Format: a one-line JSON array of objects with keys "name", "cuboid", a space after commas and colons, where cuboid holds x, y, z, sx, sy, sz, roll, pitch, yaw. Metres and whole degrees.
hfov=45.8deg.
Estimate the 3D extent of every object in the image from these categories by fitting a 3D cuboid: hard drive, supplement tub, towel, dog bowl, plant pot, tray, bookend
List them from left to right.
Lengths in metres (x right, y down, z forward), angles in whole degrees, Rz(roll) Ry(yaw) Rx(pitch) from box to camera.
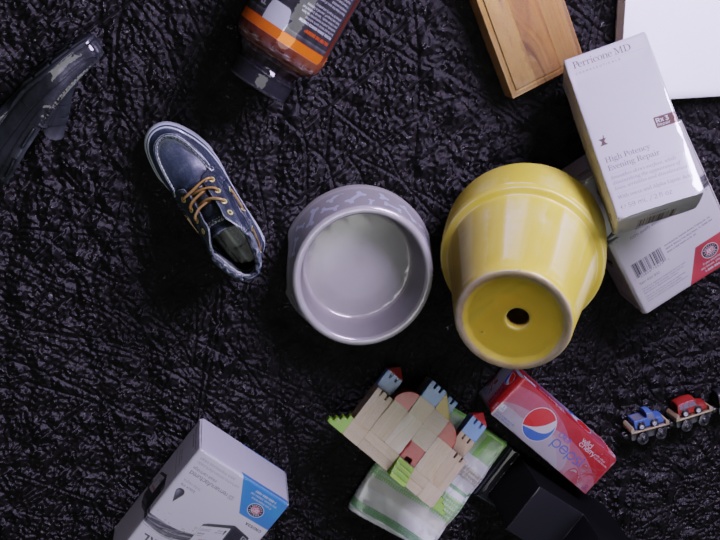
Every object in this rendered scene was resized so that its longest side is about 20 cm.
[{"name": "supplement tub", "cuboid": [-0.063, -0.287, 0.920, 0.106, 0.107, 0.202, 28, 101, -17]}, {"name": "dog bowl", "cuboid": [0.000, 0.000, 1.052, 0.196, 0.059, 0.204, -3, 109, -8]}, {"name": "towel", "cuboid": [0.094, 0.283, 1.177, 0.148, 0.031, 0.201, 32, 100, -18]}, {"name": "tray", "cuboid": [0.181, -0.315, 0.989, 0.097, 0.037, 0.202, -26, 111, 0]}, {"name": "plant pot", "cuboid": [0.184, 0.007, 0.981, 0.197, 0.190, 0.204, 7, 123, 11]}, {"name": "bookend", "cuboid": [0.273, 0.361, 1.142, 0.197, 0.200, 0.093, 34, 100, -19]}, {"name": "hard drive", "cuboid": [0.408, -0.280, 1.043, 0.196, 0.025, 0.134, -5, 109, -8]}]

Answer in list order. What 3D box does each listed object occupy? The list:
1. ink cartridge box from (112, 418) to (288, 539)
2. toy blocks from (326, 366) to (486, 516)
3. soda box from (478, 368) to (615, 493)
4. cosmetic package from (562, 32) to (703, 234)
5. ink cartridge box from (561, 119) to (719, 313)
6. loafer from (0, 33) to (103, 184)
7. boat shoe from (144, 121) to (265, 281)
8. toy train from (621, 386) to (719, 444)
[{"name": "ink cartridge box", "cuboid": [-0.209, 0.321, 1.109, 0.144, 0.084, 0.201, 36, 99, -19]}, {"name": "toy blocks", "cuboid": [0.073, 0.202, 1.107, 0.199, 0.100, 0.137, 39, 86, -2]}, {"name": "soda box", "cuboid": [0.256, 0.214, 1.162, 0.199, 0.064, 0.070, 40, 98, -18]}, {"name": "cosmetic package", "cuboid": [0.305, -0.155, 0.968, 0.100, 0.074, 0.203, -18, 75, 9]}, {"name": "ink cartridge box", "cuboid": [0.362, -0.074, 1.073, 0.146, 0.083, 0.201, -32, 110, 3]}, {"name": "loafer", "cuboid": [-0.348, -0.176, 0.933, 0.200, 0.068, 0.070, -41, 118, 11]}, {"name": "boat shoe", "cuboid": [-0.174, -0.081, 0.978, 0.070, 0.091, 0.201, -36, 110, 4]}, {"name": "toy train", "cuboid": [0.463, 0.200, 1.208, 0.197, 0.034, 0.047, -16, 107, -4]}]
